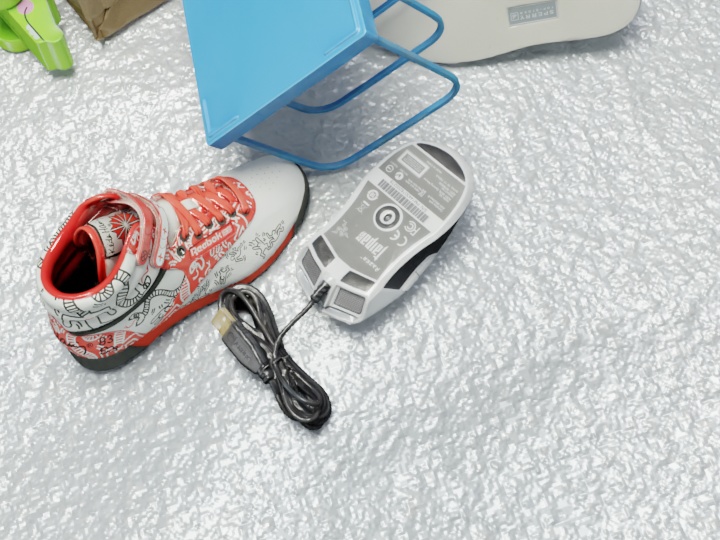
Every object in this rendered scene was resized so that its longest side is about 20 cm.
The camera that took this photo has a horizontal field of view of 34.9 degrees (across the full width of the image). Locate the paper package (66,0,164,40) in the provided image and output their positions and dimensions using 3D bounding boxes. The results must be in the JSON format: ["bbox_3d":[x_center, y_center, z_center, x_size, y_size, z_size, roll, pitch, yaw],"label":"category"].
[{"bbox_3d":[-0.182,-0.312,0.877,0.189,0.104,0.201,-34,66,-14],"label":"paper package"}]

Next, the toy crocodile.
[{"bbox_3d":[-0.275,-0.226,0.860,0.061,0.068,0.200,-38,67,-15],"label":"toy crocodile"}]

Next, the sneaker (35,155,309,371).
[{"bbox_3d":[-0.115,-0.025,0.728,0.200,0.108,0.067,-39,67,-15],"label":"sneaker"}]

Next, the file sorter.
[{"bbox_3d":[-0.030,-0.188,0.762,0.138,0.122,0.203,-28,63,34],"label":"file sorter"}]

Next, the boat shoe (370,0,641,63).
[{"bbox_3d":[0.101,-0.204,0.830,0.196,0.073,0.069,-9,34,11],"label":"boat shoe"}]

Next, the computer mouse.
[{"bbox_3d":[0.000,0.000,0.748,0.200,0.044,0.109,-44,64,-10],"label":"computer mouse"}]
